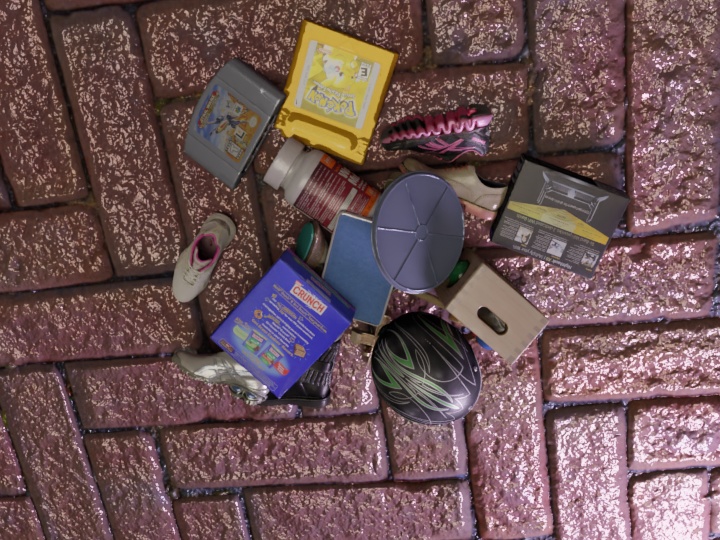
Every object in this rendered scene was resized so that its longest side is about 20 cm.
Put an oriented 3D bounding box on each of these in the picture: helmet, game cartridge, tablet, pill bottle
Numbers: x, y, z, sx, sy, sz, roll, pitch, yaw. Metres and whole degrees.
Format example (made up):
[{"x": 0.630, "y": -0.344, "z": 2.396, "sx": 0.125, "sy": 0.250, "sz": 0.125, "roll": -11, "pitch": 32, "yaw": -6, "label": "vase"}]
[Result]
[{"x": 0.116, "y": 0.179, "z": 1.299, "sx": 0.196, "sy": 0.191, "sz": 0.204, "roll": -1, "pitch": 111, "yaw": -1, "label": "helmet"}, {"x": -0.230, "y": -0.262, "z": 1.277, "sx": 0.132, "sy": 0.042, "sz": 0.201, "roll": 34, "pitch": 114, "yaw": 0, "label": "game cartridge"}, {"x": -0.045, "y": -0.307, "z": 1.252, "sx": 0.173, "sy": 0.033, "sz": 0.203, "roll": 19, "pitch": 110, "yaw": 0, "label": "game cartridge"}, {"x": 0.000, "y": 0.000, "z": 1.266, "sx": 0.128, "sy": 0.014, "sz": 0.203, "roll": 16, "pitch": 119, "yaw": 0, "label": "tablet"}, {"x": -0.065, "y": -0.142, "z": 1.273, "sx": 0.198, "sy": 0.110, "sz": 0.110, "roll": 34, "pitch": 111, "yaw": -7, "label": "pill bottle"}]

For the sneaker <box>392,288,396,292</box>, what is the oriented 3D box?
[{"x": 0.039, "y": 0.021, "z": 1.349, "sx": 0.197, "sy": 0.079, "sz": 0.078, "roll": -26, "pitch": 134, "yaw": 9, "label": "sneaker"}]

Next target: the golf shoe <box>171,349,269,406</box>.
[{"x": -0.258, "y": 0.177, "z": 1.375, "sx": 0.197, "sy": 0.078, "sz": 0.099, "roll": 21, "pitch": 92, "yaw": 2, "label": "golf shoe"}]

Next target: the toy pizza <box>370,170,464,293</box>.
[{"x": 0.094, "y": -0.064, "z": 1.204, "sx": 0.197, "sy": 0.032, "sz": 0.205, "roll": -5, "pitch": 99, "yaw": -33, "label": "toy pizza"}]

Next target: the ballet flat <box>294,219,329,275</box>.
[{"x": -0.093, "y": -0.022, "z": 1.322, "sx": 0.066, "sy": 0.069, "sz": 0.201, "roll": 5, "pitch": 146, "yaw": -25, "label": "ballet flat"}]

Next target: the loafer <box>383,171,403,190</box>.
[{"x": 0.082, "y": -0.076, "z": 1.268, "sx": 0.067, "sy": 0.075, "sz": 0.203, "roll": -15, "pitch": 82, "yaw": -30, "label": "loafer"}]

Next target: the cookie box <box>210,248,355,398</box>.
[{"x": -0.135, "y": 0.093, "z": 1.272, "sx": 0.171, "sy": 0.075, "sz": 0.200, "roll": 42, "pitch": 107, "yaw": -9, "label": "cookie box"}]

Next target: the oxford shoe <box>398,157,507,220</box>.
[{"x": 0.163, "y": -0.161, "z": 1.260, "sx": 0.197, "sy": 0.071, "sz": 0.075, "roll": 21, "pitch": 118, "yaw": -13, "label": "oxford shoe"}]

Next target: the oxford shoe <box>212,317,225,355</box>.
[{"x": -0.251, "y": 0.133, "z": 1.432, "sx": 0.200, "sy": 0.071, "sz": 0.073, "roll": -46, "pitch": 66, "yaw": 26, "label": "oxford shoe"}]

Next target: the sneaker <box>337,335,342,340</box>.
[{"x": -0.123, "y": 0.086, "z": 1.365, "sx": 0.196, "sy": 0.105, "sz": 0.077, "roll": 13, "pitch": 109, "yaw": 1, "label": "sneaker"}]

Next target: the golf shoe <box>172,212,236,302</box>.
[{"x": -0.309, "y": -0.015, "z": 1.360, "sx": 0.075, "sy": 0.092, "sz": 0.202, "roll": 30, "pitch": 112, "yaw": -7, "label": "golf shoe"}]

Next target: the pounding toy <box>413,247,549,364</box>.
[{"x": 0.197, "y": 0.057, "z": 1.291, "sx": 0.199, "sy": 0.184, "sz": 0.143, "roll": 39, "pitch": 98, "yaw": -8, "label": "pounding toy"}]

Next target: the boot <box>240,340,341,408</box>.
[{"x": -0.146, "y": 0.180, "z": 1.416, "sx": 0.207, "sy": 0.080, "sz": 0.160, "roll": 4, "pitch": 118, "yaw": -6, "label": "boot"}]

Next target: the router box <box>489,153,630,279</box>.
[{"x": 0.347, "y": -0.095, "z": 1.272, "sx": 0.197, "sy": 0.052, "sz": 0.159, "roll": 20, "pitch": 112, "yaw": -1, "label": "router box"}]

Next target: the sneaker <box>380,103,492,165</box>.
[{"x": 0.133, "y": -0.221, "z": 1.248, "sx": 0.196, "sy": 0.080, "sz": 0.097, "roll": -7, "pitch": 126, "yaw": 12, "label": "sneaker"}]

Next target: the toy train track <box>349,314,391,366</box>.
[{"x": 0.075, "y": 0.155, "z": 1.407, "sx": 0.196, "sy": 0.033, "sz": 0.117, "roll": 14, "pitch": 111, "yaw": 0, "label": "toy train track"}]
